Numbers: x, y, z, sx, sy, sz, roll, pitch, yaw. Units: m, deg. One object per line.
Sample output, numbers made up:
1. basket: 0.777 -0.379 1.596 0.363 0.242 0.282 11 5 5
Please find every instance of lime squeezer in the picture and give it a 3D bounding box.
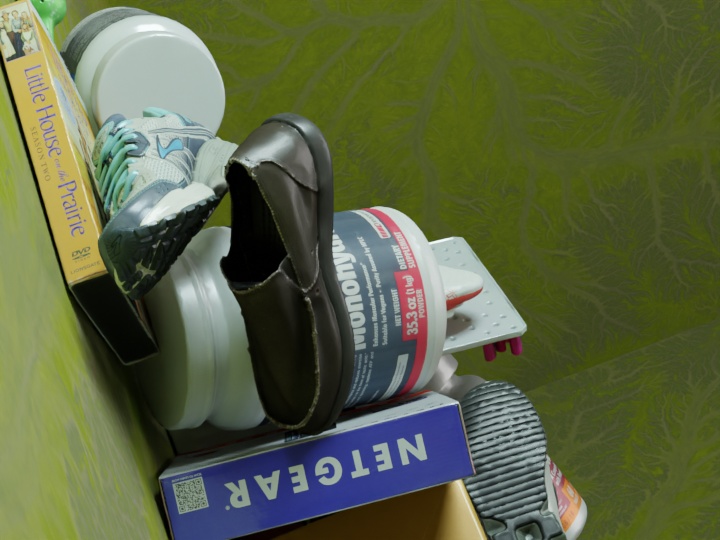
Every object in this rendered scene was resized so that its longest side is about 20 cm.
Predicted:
1. lime squeezer: -0.245 -0.200 1.090 0.201 0.037 0.071 -116 -172 -52

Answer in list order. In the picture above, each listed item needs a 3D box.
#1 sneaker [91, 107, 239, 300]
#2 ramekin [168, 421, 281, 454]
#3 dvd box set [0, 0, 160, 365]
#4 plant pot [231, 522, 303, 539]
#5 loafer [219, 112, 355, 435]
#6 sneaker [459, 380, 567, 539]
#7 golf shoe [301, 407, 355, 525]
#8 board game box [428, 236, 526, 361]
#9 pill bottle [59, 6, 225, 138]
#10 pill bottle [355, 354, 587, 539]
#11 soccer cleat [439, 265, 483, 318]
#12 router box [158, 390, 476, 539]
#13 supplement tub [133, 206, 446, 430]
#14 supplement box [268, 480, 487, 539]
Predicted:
1. sneaker: -0.134 -0.049 0.850 0.086 0.078 0.200 36 17 -5
2. ramekin: -0.119 0.086 1.149 0.202 0.093 0.205 161 -90 -86
3. dvd box set: -0.183 -0.054 0.904 0.147 0.029 0.202 80 -9 -66
4. plant pot: -0.036 0.235 1.293 0.178 0.199 0.201 57 -10 29
5. loafer: -0.056 0.009 0.846 0.072 0.071 0.203 7 -70 41
6. sneaker: 0.116 0.185 1.049 0.089 0.073 0.202 79 -2 -64
7. golf shoe: -0.022 0.170 1.180 0.077 0.088 0.201 47 22 -34
8. board game box: 0.018 0.040 1.169 0.200 0.198 0.026 -118 -164 -64
9. pill bottle: -0.172 -0.143 1.086 0.200 0.113 0.115 -144 -146 -68
10. pill bottle: 0.091 0.160 1.175 0.201 0.109 0.110 51 -2 -5
11. soccer cleat: 0.000 0.000 1.118 0.069 0.198 0.086 -31 117 -65
12. router box: -0.030 0.133 0.956 0.179 0.198 0.049 143 -67 -85
13. supplement tub: -0.052 0.034 0.986 0.140 0.198 0.142 27 -59 57
14. supplement box: 0.011 0.275 1.037 0.201 0.195 0.134 79 -10 -59
